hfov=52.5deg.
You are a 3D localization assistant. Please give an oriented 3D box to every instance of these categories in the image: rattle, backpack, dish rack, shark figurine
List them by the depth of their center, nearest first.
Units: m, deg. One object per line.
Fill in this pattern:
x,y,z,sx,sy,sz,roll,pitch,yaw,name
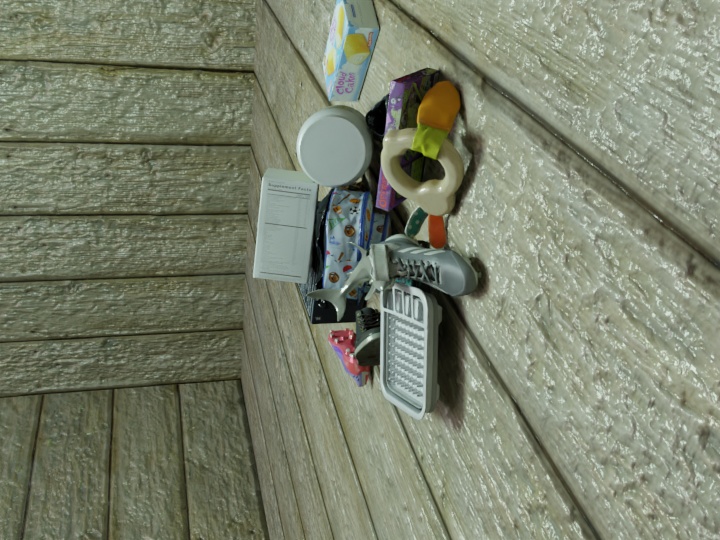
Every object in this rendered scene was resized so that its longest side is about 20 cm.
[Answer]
0.109,-0.154,1.103,0.144,0.129,0.201,-83,-25,-43,rattle
0.082,0.121,1.162,0.171,0.043,0.203,-163,73,-66,dish rack
-0.003,-0.006,1.220,0.214,0.089,0.129,-26,28,57,shark figurine
-0.017,-0.051,1.347,0.201,0.152,0.193,-91,-2,-62,backpack

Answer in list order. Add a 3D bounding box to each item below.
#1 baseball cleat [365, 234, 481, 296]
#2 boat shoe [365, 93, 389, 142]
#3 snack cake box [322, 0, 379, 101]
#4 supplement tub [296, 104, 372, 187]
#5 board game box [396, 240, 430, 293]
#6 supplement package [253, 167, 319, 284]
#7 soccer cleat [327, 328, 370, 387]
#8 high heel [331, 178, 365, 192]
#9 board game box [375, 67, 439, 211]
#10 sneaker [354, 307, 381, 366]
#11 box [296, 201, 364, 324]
0.079,0.002,1.064,0.199,0.106,0.071,23,127,55,baseball cleat
0.043,-0.272,1.301,0.199,0.065,0.076,-177,84,-74,boat shoe
-0.024,-0.463,1.513,0.201,0.066,0.116,112,150,-55,snack cake box
-0.046,-0.238,1.393,0.200,0.143,0.147,-81,-6,-74,supplement tub
0.086,0.056,1.255,0.135,0.028,0.203,161,106,-74,board game box
-0.145,-0.090,1.447,0.110,0.112,0.203,-96,14,-73,supplement package
-0.027,0.187,1.614,0.200,0.066,0.078,-142,48,-66,soccer cleat
-0.028,-0.229,1.538,0.201,0.070,0.144,-103,11,-62,high heel
0.073,-0.205,1.139,0.120,0.032,0.202,-41,-36,-54,board game box
0.018,0.113,1.393,0.200,0.074,0.108,110,155,-70,sneaker
-0.064,-0.019,1.602,0.199,0.122,0.202,-116,30,-55,box
